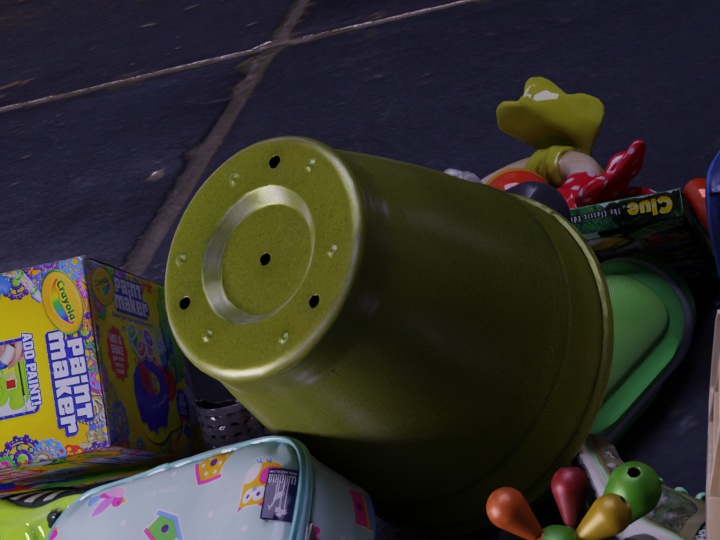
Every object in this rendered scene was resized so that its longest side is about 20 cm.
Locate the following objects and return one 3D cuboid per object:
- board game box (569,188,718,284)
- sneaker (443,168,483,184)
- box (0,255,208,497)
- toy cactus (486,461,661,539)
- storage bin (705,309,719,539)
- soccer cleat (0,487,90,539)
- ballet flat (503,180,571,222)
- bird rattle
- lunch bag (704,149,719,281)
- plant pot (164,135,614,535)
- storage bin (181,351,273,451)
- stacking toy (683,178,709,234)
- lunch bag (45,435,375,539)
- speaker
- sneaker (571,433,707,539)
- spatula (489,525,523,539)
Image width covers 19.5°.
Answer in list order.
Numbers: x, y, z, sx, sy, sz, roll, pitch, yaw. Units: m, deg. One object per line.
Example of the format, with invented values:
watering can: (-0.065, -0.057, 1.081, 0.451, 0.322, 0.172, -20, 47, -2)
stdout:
board game box: (0.179, -0.014, 1.397, 0.104, 0.024, 0.200, -9, -14, 16)
sneaker: (0.000, 0.000, 1.309, 0.199, 0.082, 0.075, -25, 23, -16)
box: (-0.223, 0.078, 1.368, 0.191, 0.123, 0.200, -12, -10, 13)
toy cactus: (0.073, 0.179, 1.012, 0.201, 0.102, 0.165, -68, 10, -17)
storage bin: (0.281, 0.067, 1.084, 0.198, 0.095, 0.199, 3, 21, 9)
soccer cleat: (-0.171, 0.161, 1.299, 0.198, 0.068, 0.081, -3, 12, 34)
ballet flat: (0.055, 0.031, 1.244, 0.200, 0.073, 0.073, -50, 21, 4)
bird rattle: (0.148, -0.050, 1.621, 0.162, 0.113, 0.201, -27, 33, 5)
lunch bag: (0.309, -0.034, 1.339, 0.131, 0.137, 0.200, -7, 21, 24)
plant pot: (0.003, 0.021, 1.116, 0.199, 0.202, 0.192, -1, -19, 37)
storage bin: (-0.006, 0.078, 1.359, 0.198, 0.095, 0.135, -19, 20, -3)
stacking toy: (0.285, -0.056, 1.507, 0.198, 0.086, 0.085, -22, 20, -3)
lunch bag: (-0.087, 0.179, 1.085, 0.199, 0.077, 0.161, -19, 45, 33)
speaker: (0.135, 0.065, 1.293, 0.088, 0.089, 0.200, -1, 25, 36)
sneaker: (0.169, 0.144, 1.106, 0.088, 0.078, 0.200, -7, 23, -12)
spatula: (0.092, 0.161, 1.131, 0.020, 0.057, 0.200, 4, 26, -14)
